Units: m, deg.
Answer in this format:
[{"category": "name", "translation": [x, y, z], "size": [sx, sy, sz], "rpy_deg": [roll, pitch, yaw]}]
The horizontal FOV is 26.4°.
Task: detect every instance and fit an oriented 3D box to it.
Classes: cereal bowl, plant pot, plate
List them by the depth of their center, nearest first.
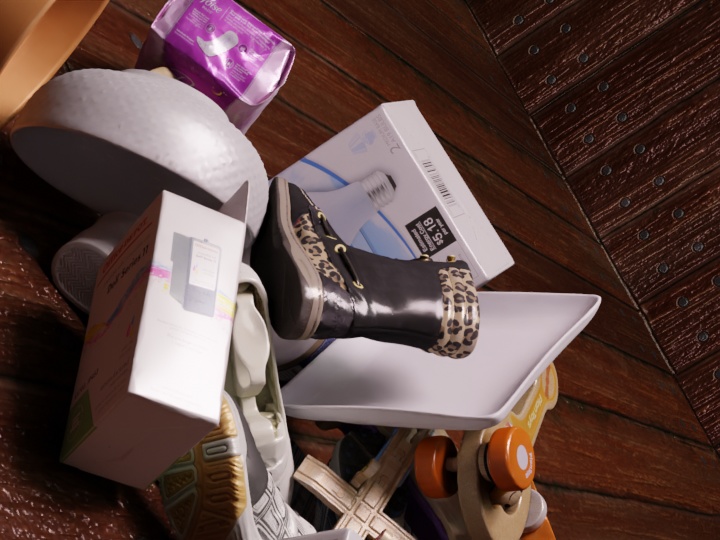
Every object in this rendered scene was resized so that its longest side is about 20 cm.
[{"category": "plant pot", "translation": [-0.273, -0.209, 1.102], "size": [0.140, 0.200, 0.200], "rpy_deg": [38, 20, -6]}, {"category": "cereal bowl", "translation": [-0.157, -0.094, 1.164], "size": [0.200, 0.200, 0.083], "rpy_deg": [38, 68, -46]}, {"category": "plate", "translation": [0.061, 0.072, 1.182], "size": [0.200, 0.200, 0.032], "rpy_deg": [-41, 124, -49]}]

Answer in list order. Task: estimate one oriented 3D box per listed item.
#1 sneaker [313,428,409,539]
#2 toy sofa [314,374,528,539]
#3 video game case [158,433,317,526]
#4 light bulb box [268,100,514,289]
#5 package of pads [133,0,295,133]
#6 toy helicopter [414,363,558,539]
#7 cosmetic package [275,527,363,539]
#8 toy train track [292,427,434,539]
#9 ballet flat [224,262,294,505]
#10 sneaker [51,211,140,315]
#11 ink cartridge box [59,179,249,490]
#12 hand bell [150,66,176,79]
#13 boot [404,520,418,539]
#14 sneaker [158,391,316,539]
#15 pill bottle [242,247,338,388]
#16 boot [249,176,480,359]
[{"category": "sneaker", "translation": [0.002, 0.226, 1.159], "size": [0.077, 0.085, 0.200], "rpy_deg": [12, 57, -23]}, {"category": "toy sofa", "translation": [0.043, 0.170, 1.242], "size": [0.098, 0.083, 0.200], "rpy_deg": [-10, 55, -47]}, {"category": "video game case", "translation": [-0.073, 0.186, 1.201], "size": [0.182, 0.022, 0.200], "rpy_deg": [54, 18, -9]}, {"category": "light bulb box", "translation": [0.008, -0.031, 1.500], "size": [0.198, 0.200, 0.125], "rpy_deg": [58, 19, 4]}, {"category": "package of pads", "translation": [-0.139, -0.176, 1.387], "size": [0.120, 0.076, 0.200], "rpy_deg": [36, -18, -7]}, {"category": "toy helicopter", "translation": [0.123, 0.141, 1.192], "size": [0.132, 0.079, 0.200], "rpy_deg": [64, 33, -23]}, {"category": "cosmetic package", "translation": [-0.028, 0.275, 0.953], "size": [0.113, 0.081, 0.200], "rpy_deg": [45, 42, -35]}, {"category": "toy train track", "translation": [0.025, 0.147, 1.142], "size": [0.115, 0.033, 0.200], "rpy_deg": [40, 49, -4]}, {"category": "ballet flat", "translation": [-0.082, 0.092, 1.096], "size": [0.069, 0.069, 0.200], "rpy_deg": [-16, 99, -72]}, {"category": "sneaker", "translation": [-0.138, 0.033, 1.184], "size": [0.200, 0.074, 0.116], "rpy_deg": [46, 20, -8]}, {"category": "ink cartridge box", "translation": [-0.136, 0.030, 1.034], "size": [0.067, 0.117, 0.200], "rpy_deg": [22, 50, -23]}, {"category": "hand bell", "translation": [-0.112, -0.075, 1.288], "size": [0.200, 0.104, 0.104], "rpy_deg": [34, 13, 12]}, {"category": "boot", "translation": [0.034, 0.263, 1.254], "size": [0.200, 0.069, 0.174], "rpy_deg": [69, 19, 6]}, {"category": "sneaker", "translation": [-0.077, 0.175, 1.058], "size": [0.088, 0.076, 0.200], "rpy_deg": [-13, 90, -52]}, {"category": "pill bottle", "translation": [-0.052, 0.053, 1.313], "size": [0.111, 0.111, 0.200], "rpy_deg": [65, 6, 24]}, {"category": "boot", "translation": [0.000, 0.000, 1.169], "size": [0.150, 0.073, 0.200], "rpy_deg": [11, 23, -17]}]
